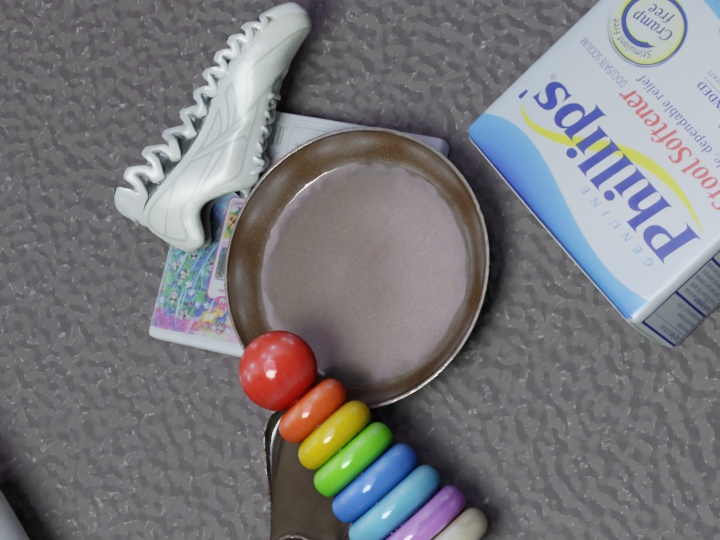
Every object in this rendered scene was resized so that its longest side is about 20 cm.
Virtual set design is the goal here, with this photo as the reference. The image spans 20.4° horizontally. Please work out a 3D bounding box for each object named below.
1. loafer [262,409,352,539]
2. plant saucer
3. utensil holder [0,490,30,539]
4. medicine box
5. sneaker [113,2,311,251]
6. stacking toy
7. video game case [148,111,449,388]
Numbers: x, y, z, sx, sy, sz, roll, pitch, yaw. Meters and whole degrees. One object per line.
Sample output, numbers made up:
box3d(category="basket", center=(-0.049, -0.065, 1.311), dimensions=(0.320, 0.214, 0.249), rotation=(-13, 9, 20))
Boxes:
box3d(category="loafer", center=(-0.028, 0.178, 1.387), dimensions=(0.072, 0.071, 0.202), rotation=(-19, 72, 18))
box3d(category="plant saucer", center=(0.000, 0.000, 1.412), dimensions=(0.198, 0.032, 0.202), rotation=(-4, 78, 21))
box3d(category="utensil holder", center=(-0.297, 0.253, 1.437), dimensions=(0.170, 0.170, 0.201), rotation=(-41, 70, 10))
box3d(category="medicine box", center=(0.208, -0.086, 1.326), dimensions=(0.200, 0.103, 0.183), rotation=(-43, 66, 8))
box3d(category="sneaker", center=(-0.091, -0.103, 1.456), dimensions=(0.081, 0.075, 0.201), rotation=(38, 97, 11))
box3d(category="stacking toy", center=(-0.006, 0.122, 1.352), dimensions=(0.085, 0.085, 0.200), rotation=(-40, 86, 10))
box3d(category="video game case", center=(-0.047, -0.021, 1.466), dimensions=(0.198, 0.024, 0.184), rotation=(11, 84, 24))
